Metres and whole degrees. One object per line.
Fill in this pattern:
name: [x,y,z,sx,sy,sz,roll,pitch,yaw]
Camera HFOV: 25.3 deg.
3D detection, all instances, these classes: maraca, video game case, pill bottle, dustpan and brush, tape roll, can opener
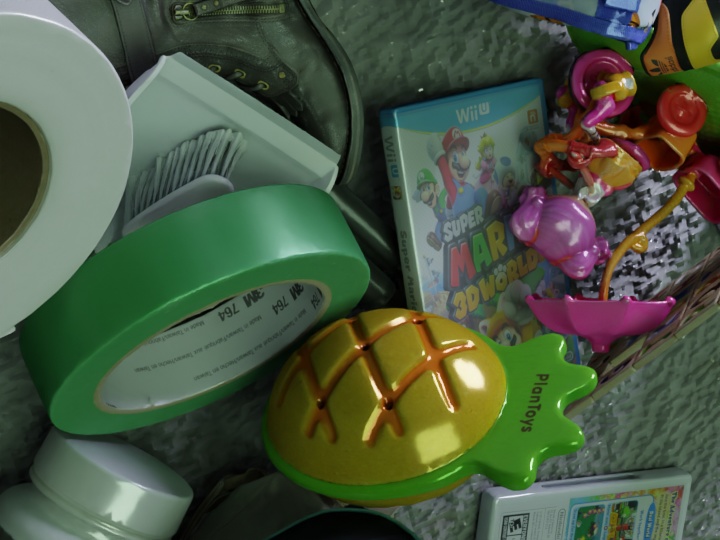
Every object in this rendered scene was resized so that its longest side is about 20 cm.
maraca: [0.037,0.079,0.934,0.107,0.200,0.137,67,31,-42]
video game case: [0.161,0.252,1.225,0.182,0.024,0.200,-2,108,-28]
pill bottle: [-0.188,0.200,0.965,0.114,0.114,0.200,26,94,-33]
dustpan and brush: [-0.125,-0.026,0.926,0.200,0.057,0.140,-31,135,32]
tape roll: [-0.233,-0.071,0.789,0.203,0.139,0.203,-29,143,-25]
tape roll: [-0.093,0.025,0.917,0.200,0.048,0.200,-25,163,-8]
can opener: [0.000,0.000,1.031,0.200,0.067,0.053,43,64,-20]
video game case: [0.081,-0.016,1.036,0.143,0.018,0.200,-17,102,-41]

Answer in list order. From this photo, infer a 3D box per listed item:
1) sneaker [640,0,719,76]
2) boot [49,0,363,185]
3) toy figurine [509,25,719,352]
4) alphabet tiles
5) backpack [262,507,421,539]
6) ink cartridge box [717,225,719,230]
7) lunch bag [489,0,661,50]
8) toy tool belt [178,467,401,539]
sneaker: [0.188,-0.203,0.997,0.090,0.200,0.070,-22,140,14]
boot: [-0.100,-0.120,0.926,0.174,0.069,0.200,-22,107,-13]
toy figurine: [0.165,-0.045,1.033,0.200,0.150,0.184,41,72,-11]
alphabet tiles: [0.211,0.024,1.070,0.167,0.200,0.008,-41,90,24]
backpack: [-0.030,0.236,0.895,0.200,0.176,0.153,-33,125,-7]
ink cartridge box: [0.392,-0.042,1.151,0.200,0.176,0.084,-36,121,-12]
lunch bag: [0.128,-0.224,0.923,0.124,0.200,0.170,10,102,-22]
toy tool belt: [-0.040,0.180,1.052,0.200,0.125,0.123,-47,156,-2]
